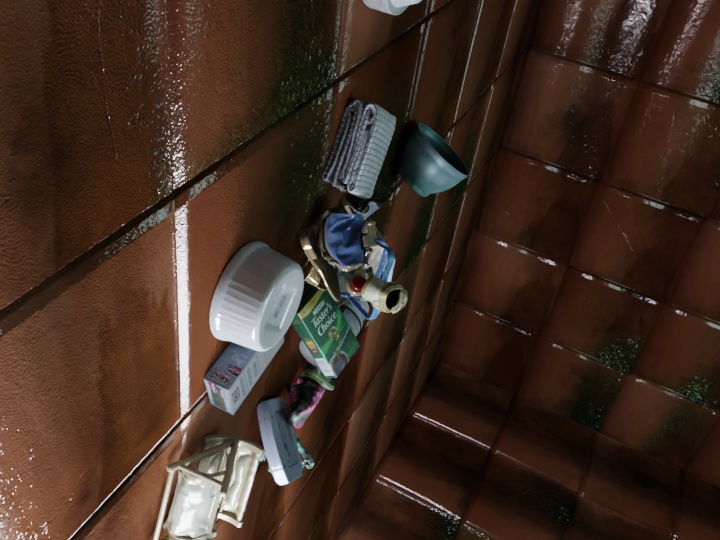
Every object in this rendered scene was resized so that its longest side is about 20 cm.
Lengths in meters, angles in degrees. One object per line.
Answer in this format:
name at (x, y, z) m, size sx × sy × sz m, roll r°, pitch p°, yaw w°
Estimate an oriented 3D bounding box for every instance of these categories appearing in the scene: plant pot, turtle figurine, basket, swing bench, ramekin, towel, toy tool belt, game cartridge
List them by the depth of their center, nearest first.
ramekin at (-0.188, 0.054, 1.339) m, size 0.201 × 0.097 × 0.201 m, roll -58°, pitch 162°, yaw -31°
swing bench at (-0.309, 0.459, 1.441) m, size 0.200 × 0.129 × 0.200 m, roll -35°, pitch 144°, yaw -71°
toy tool belt at (-0.022, -0.049, 1.548) m, size 0.123 × 0.124 × 0.202 m, roll 124°, pitch -48°, yaw -73°
towel at (0.000, -0.266, 1.564) m, size 0.165 × 0.085 × 0.202 m, roll -8°, pitch 117°, yaw -74°
basket at (0.000, 0.000, 1.695) m, size 0.138 × 0.200 × 0.178 m, roll 2°, pitch 113°, yaw -40°
game cartridge at (-0.195, 0.409, 1.715) m, size 0.133 × 0.041 × 0.202 m, roll 28°, pitch 45°, yaw -77°
turtle figurine at (-0.191, 0.476, 1.859) m, size 0.201 × 0.148 × 0.101 m, roll 103°, pitch -1°, yaw -56°
plant pot at (0.189, -0.295, 1.996) m, size 0.134 × 0.201 × 0.200 m, roll -44°, pitch 173°, yaw 22°

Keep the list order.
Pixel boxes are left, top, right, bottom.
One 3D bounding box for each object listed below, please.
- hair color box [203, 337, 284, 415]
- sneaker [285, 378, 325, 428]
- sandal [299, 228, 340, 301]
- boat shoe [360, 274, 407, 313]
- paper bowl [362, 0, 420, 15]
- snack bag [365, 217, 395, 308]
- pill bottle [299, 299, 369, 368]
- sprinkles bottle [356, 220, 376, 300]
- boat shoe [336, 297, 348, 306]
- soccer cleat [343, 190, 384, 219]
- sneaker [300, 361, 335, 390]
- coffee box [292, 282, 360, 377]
hair color box at (-0.231, 0.178, 1.433) m, size 0.201 × 0.060 × 0.099 m, roll -57°, pitch 161°, yaw -36°
sneaker at (-0.158, 0.331, 1.809) m, size 0.079 × 0.095 × 0.200 m, roll -54°, pitch 179°, yaw 14°
sandal at (-0.110, -0.007, 1.595) m, size 0.078 × 0.069 × 0.212 m, roll -87°, pitch 160°, yaw -43°
boat shoe at (0.068, 0.061, 1.589) m, size 0.074 × 0.063 × 0.201 m, roll -61°, pitch 154°, yaw -4°
paper bowl at (0.084, -0.595, 1.360) m, size 0.201 × 0.104 × 0.201 m, roll 90°, pitch 26°, yaw -52°
snack bag at (0.035, -0.009, 1.893) m, size 0.021 × 0.189 × 0.201 m, roll -7°, pitch 130°, yaw -22°
pill bottle at (-0.064, 0.150, 1.846) m, size 0.200 × 0.113 × 0.114 m, roll -55°, pitch 160°, yaw -39°
sprinkles bottle at (0.016, -0.025, 1.817) m, size 0.068 × 0.068 × 0.202 m, roll -11°, pitch 96°, yaw -71°
boat shoe at (-0.053, 0.046, 1.821) m, size 0.200 × 0.070 × 0.071 m, roll -50°, pitch 158°, yaw -48°
soccer cleat at (0.001, -0.155, 1.769) m, size 0.073 × 0.068 × 0.200 m, roll -49°, pitch 178°, yaw 26°
sneaker at (-0.105, 0.282, 1.972) m, size 0.200 × 0.073 × 0.082 m, roll 58°, pitch 53°, yaw -73°
coffee box at (-0.085, 0.144, 1.701) m, size 0.123 × 0.044 × 0.201 m, roll -49°, pitch 120°, yaw -41°
